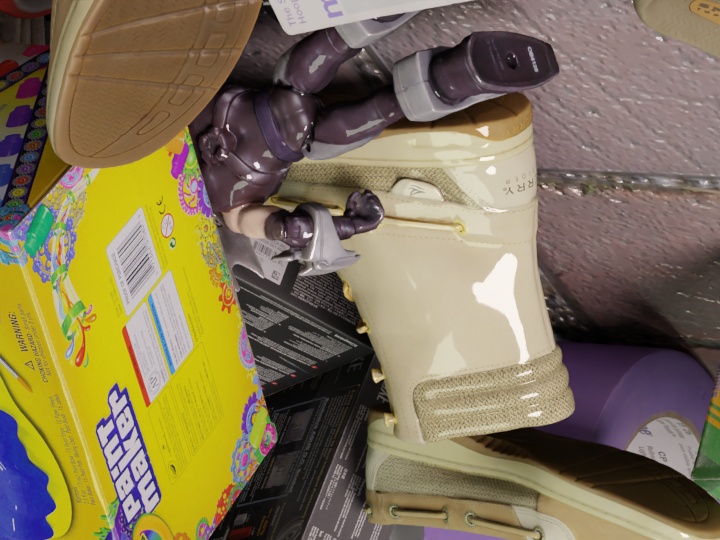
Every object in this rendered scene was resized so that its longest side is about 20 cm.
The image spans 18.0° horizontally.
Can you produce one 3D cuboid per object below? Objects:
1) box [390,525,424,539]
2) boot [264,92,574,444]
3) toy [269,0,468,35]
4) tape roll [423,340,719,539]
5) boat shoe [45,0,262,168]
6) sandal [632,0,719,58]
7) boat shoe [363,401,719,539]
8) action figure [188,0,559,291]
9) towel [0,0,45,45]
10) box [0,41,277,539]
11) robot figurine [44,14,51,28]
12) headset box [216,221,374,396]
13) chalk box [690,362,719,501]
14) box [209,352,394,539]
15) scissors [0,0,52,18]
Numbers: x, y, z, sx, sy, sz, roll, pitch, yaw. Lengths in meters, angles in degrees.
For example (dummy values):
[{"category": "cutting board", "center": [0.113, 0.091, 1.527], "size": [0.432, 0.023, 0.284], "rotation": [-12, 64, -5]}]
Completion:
[{"category": "box", "center": [0.037, 0.145, 1.348], "size": [0.199, 0.132, 0.198], "rotation": [32, 155, -27]}, {"category": "boot", "center": [0.000, 0.000, 1.033], "size": [0.198, 0.073, 0.157], "rotation": [-1, 111, 31]}, {"category": "toy", "center": [0.009, -0.137, 0.783], "size": [0.199, 0.047, 0.116], "rotation": [-6, 117, 42]}, {"category": "tape roll", "center": [0.119, 0.138, 1.176], "size": [0.084, 0.201, 0.200], "rotation": [4, 153, 33]}, {"category": "boat shoe", "center": [-0.071, -0.128, 0.794], "size": [0.071, 0.065, 0.201], "rotation": [-2, 129, -36]}, {"category": "sandal", "center": [0.191, -0.066, 0.841], "size": [0.198, 0.054, 0.080], "rotation": [19, 158, 0]}, {"category": "boat shoe", "center": [0.081, 0.111, 1.045], "size": [0.200, 0.064, 0.073], "rotation": [15, -169, 38]}, {"category": "action figure", "center": [-0.019, -0.067, 0.937], "size": [0.199, 0.069, 0.131], "rotation": [-24, 93, 43]}, {"category": "towel", "center": [-0.224, -0.112, 1.008], "size": [0.198, 0.134, 0.034], "rotation": [11, -159, 24]}, {"category": "box", "center": [-0.162, 0.019, 0.943], "size": [0.191, 0.122, 0.201], "rotation": [7, 130, 28]}, {"category": "robot figurine", "center": [-0.175, -0.078, 1.050], "size": [0.198, 0.058, 0.146], "rotation": [13, 116, 24]}, {"category": "headset box", "center": [-0.084, -0.002, 1.184], "size": [0.148, 0.076, 0.200], "rotation": [28, 156, -19]}, {"category": "chalk box", "center": [0.265, 0.057, 0.975], "size": [0.123, 0.125, 0.199], "rotation": [34, 152, -33]}, {"category": "box", "center": [-0.026, 0.099, 1.204], "size": [0.050, 0.201, 0.157], "rotation": [31, 154, -21]}, {"category": "scissors", "center": [-0.176, -0.104, 0.916], "size": [0.014, 0.199, 0.073], "rotation": [46, 164, 34]}]
